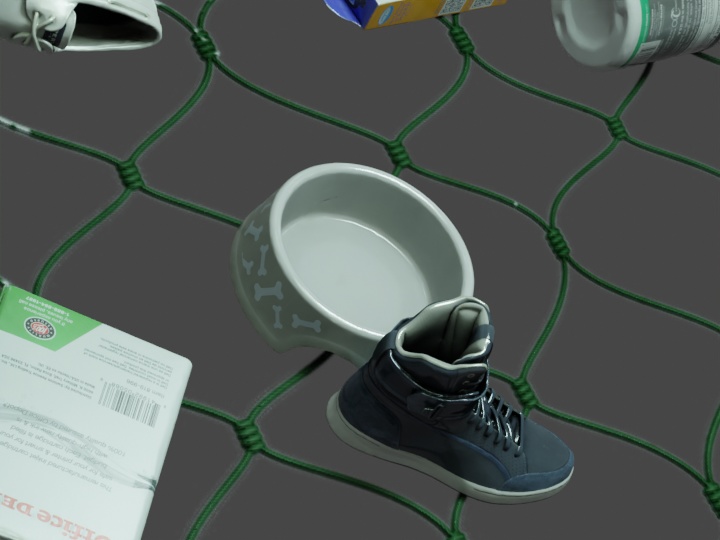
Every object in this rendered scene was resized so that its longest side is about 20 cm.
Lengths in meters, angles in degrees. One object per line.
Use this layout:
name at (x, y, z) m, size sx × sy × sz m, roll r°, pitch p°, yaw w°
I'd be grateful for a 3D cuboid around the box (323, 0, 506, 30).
box at (0.038, -0.283, 2.060) m, size 0.199 × 0.042 × 0.119 m, roll -15°, pitch 62°, yaw -40°

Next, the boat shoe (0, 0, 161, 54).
boat shoe at (-0.250, -0.205, 1.813) m, size 0.199 × 0.072 × 0.066 m, roll 2°, pitch 48°, yaw -39°

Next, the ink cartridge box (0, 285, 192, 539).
ink cartridge box at (-0.213, 0.128, 1.539) m, size 0.146 × 0.083 × 0.200 m, roll 24°, pitch 45°, yaw -10°

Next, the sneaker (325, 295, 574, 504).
sneaker at (0.094, 0.098, 1.697) m, size 0.202 × 0.146 × 0.077 m, roll 17°, pitch 45°, yaw -18°

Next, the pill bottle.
pill bottle at (0.283, -0.255, 2.122) m, size 0.199 × 0.113 × 0.113 m, roll -16°, pitch 62°, yaw -38°

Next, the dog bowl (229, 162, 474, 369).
dog bowl at (0.000, 0.000, 1.786) m, size 0.199 × 0.059 × 0.201 m, roll 15°, pitch 48°, yaw -18°
